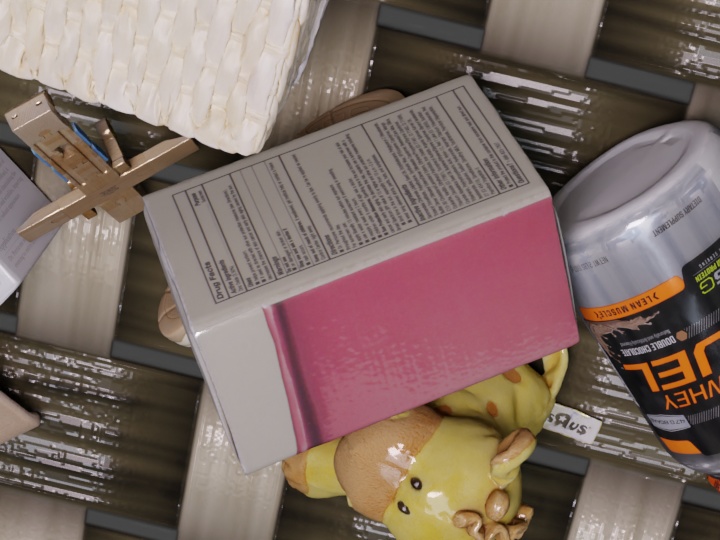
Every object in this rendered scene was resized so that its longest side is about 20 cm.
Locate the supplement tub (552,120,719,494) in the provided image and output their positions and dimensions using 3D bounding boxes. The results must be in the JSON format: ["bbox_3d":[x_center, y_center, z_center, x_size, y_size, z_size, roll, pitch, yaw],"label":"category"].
[{"bbox_3d":[0.196,0.027,1.081,0.122,0.123,0.201,-30,107,19],"label":"supplement tub"}]

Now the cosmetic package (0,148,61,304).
[{"bbox_3d":[-0.274,-0.063,1.118,0.074,0.102,0.200,-38,103,21],"label":"cosmetic package"}]

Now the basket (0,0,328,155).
[{"bbox_3d":[-0.105,-0.192,1.008,0.196,0.161,0.202,18,116,-2],"label":"basket"}]

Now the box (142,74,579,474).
[{"bbox_3d":[0.000,0.000,1.027,0.198,0.128,0.110,-21,129,-5],"label":"box"}]

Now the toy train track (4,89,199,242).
[{"bbox_3d":[-0.158,-0.068,1.065,0.114,0.200,0.033,-28,76,2],"label":"toy train track"}]

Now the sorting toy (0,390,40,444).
[{"bbox_3d":[-0.326,0.084,1.180,0.184,0.037,0.200,-26,142,17],"label":"sorting toy"}]

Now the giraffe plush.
[{"bbox_3d":[0.041,0.110,1.116,0.198,0.162,0.174,5,114,6],"label":"giraffe plush"}]

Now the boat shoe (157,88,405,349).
[{"bbox_3d":[-0.033,-0.022,1.125,0.200,0.072,0.065,-45,126,10],"label":"boat shoe"}]
